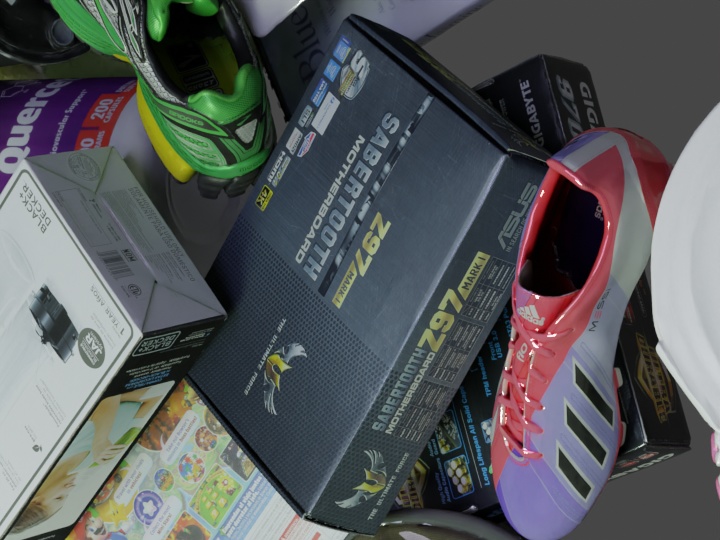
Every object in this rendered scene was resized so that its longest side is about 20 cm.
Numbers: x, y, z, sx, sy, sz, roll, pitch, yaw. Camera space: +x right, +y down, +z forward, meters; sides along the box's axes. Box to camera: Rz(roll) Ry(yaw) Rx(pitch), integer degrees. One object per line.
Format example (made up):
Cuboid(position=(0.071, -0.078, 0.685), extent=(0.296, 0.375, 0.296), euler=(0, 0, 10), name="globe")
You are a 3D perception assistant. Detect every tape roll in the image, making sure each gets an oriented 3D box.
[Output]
Cuboid(position=(0.225, 0.002, 1.059), extent=(0.201, 0.071, 0.204), euler=(-3, 79, 16), name="tape roll")

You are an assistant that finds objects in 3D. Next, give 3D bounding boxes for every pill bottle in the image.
Cuboid(position=(-0.162, -0.047, 1.342), extent=(0.199, 0.112, 0.113), euler=(2, 94, 34), name="pill bottle")

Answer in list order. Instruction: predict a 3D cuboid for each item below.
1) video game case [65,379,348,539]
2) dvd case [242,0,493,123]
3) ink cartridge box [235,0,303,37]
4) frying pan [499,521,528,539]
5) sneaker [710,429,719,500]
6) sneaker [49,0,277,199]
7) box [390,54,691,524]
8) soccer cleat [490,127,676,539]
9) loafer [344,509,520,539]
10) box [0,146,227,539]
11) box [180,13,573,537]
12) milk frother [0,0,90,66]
Cuboid(position=(-0.074, 0.134, 1.292), extent=(0.200, 0.018, 0.144), euler=(40, 112, 14), name="video game case")
Cuboid(position=(0.010, -0.184, 1.271), extent=(0.199, 0.017, 0.144), euler=(-30, 77, 33), name="dvd case")
Cuboid(position=(0.009, -0.213, 1.218), extent=(0.200, 0.068, 0.117), euler=(-37, 73, 30), name="ink cartridge box")
Cuboid(position=(0.035, 0.141, 1.272), extent=(0.115, 0.031, 0.191), euler=(-30, 78, 30), name="frying pan")
Cuboid(position=(0.221, 0.120, 1.115), extent=(0.087, 0.074, 0.201), euler=(-19, 83, 30), name="sneaker")
Cuboid(position=(-0.099, -0.137, 1.240), extent=(0.200, 0.078, 0.085), euler=(54, 158, 20), name="sneaker")
Cuboid(position=(0.062, 0.017, 1.216), extent=(0.158, 0.046, 0.201), euler=(-25, 71, 33), name="box")
Cuboid(position=(0.087, 0.031, 1.105), extent=(0.066, 0.076, 0.201), euler=(28, 115, 32), name="soccer cleat")
Cuboid(position=(0.076, 0.179, 1.168), extent=(0.199, 0.070, 0.076), euler=(24, 136, 10), name="loafer")
Cuboid(position=(-0.162, 0.047, 1.255), extent=(0.117, 0.060, 0.200), euler=(53, 128, 22), name="box")
Cuboid(position=(0.000, 0.000, 1.181), extent=(0.158, 0.051, 0.201), euler=(45, 111, 48), name="box")
Cuboid(position=(-0.212, -0.208, 1.368), extent=(0.187, 0.200, 0.181), euler=(-4, 118, 48), name="milk frother")
